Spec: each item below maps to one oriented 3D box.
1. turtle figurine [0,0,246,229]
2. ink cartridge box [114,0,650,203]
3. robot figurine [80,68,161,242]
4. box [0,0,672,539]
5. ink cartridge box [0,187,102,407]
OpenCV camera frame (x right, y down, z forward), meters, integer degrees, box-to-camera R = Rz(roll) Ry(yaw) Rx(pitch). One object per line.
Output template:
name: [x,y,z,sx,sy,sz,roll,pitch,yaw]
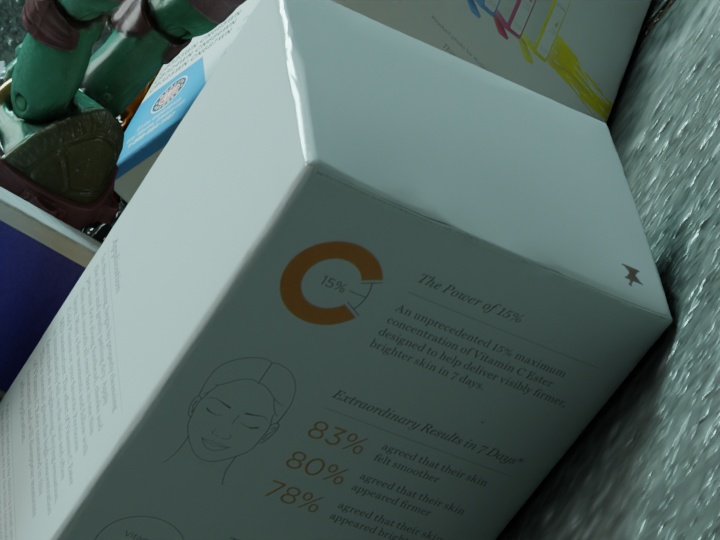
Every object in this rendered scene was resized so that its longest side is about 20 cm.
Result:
turtle figurine: [-0.123,-0.054,0.948,0.200,0.101,0.150,-45,-8,22]
ink cartridge box: [0.015,-0.085,1.027,0.128,0.125,0.201,-31,26,41]
robot figurine: [-0.078,-0.076,1.214,0.200,0.058,0.145,-26,30,54]
box: [-0.018,0.034,0.824,0.200,0.124,0.098,-54,28,29]
ink cartridge box: [-0.127,0.081,0.917,0.198,0.199,0.047,-56,31,5]
